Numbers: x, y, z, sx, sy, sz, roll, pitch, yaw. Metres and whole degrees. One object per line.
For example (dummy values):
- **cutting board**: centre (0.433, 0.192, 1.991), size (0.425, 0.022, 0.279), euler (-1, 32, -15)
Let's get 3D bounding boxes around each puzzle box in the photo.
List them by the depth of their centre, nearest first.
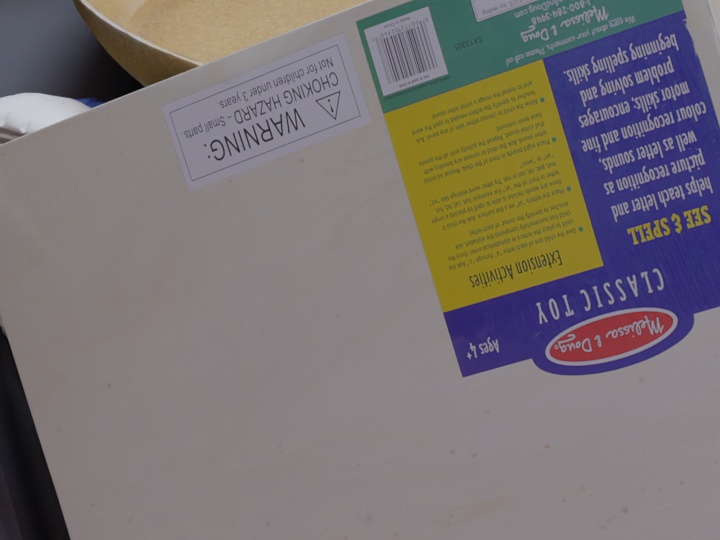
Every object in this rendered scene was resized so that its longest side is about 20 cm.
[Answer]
- **puzzle box**: centre (0.009, 0.011, 0.635), size (0.025, 0.199, 0.134), euler (-15, 89, -56)

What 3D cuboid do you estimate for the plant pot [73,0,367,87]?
- **plant pot**: centre (0.024, -0.062, 0.748), size (0.199, 0.028, 0.200), euler (4, 24, -2)

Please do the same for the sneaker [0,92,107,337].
- **sneaker**: centre (0.000, 0.001, 0.728), size (0.199, 0.077, 0.111), euler (24, 33, 30)
